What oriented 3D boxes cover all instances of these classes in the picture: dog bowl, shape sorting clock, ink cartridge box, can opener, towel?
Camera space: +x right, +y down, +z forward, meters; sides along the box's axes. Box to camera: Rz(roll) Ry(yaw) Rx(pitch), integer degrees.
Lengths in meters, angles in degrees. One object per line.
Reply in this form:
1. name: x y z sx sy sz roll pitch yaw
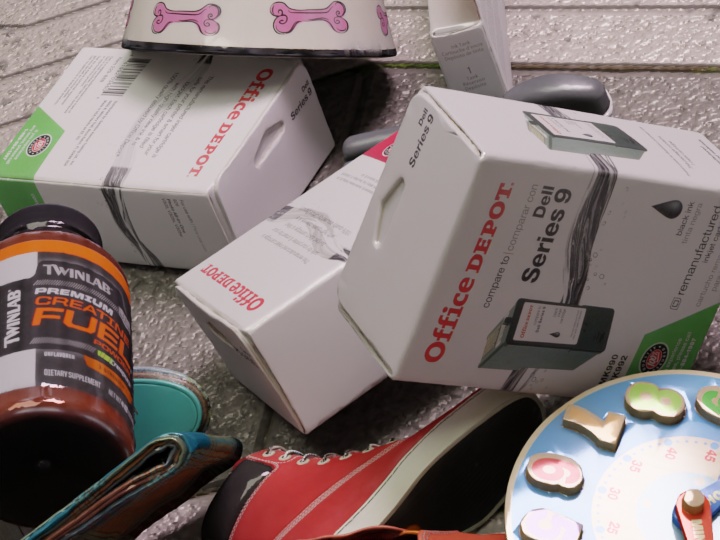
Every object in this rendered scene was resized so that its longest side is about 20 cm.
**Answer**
1. dog bowl: -0.072 -0.192 1.632 0.198 0.075 0.200 1 7 0
2. shape sorting clock: 0.176 0.132 1.223 0.198 0.039 0.201 1 50 -2
3. ink cartridge box: 0.064 -0.225 1.605 0.043 0.174 0.201 -14 40 12
4. can opener: 0.077 -0.096 1.547 0.198 0.067 0.053 -14 41 20
5. ink cartridge box: 0.106 -0.010 1.286 0.199 0.147 0.084 6 28 -30
6. ink cartridge box: 0.000 0.000 1.432 0.199 0.084 0.145 -35 22 -11
7. ink cartridge box: -0.140 -0.080 1.617 0.199 0.084 0.146 6 47 32
8. towel: -0.138 0.141 1.298 0.146 0.200 0.022 -37 81 2

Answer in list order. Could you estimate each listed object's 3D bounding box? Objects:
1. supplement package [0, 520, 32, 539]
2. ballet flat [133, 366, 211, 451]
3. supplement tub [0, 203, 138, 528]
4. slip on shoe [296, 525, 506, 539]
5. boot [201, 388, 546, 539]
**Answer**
1. supplement package: -0.276 0.210 1.340 0.109 0.114 0.201 -8 41 16
2. ballet flat: -0.187 0.108 1.452 0.198 0.075 0.075 -17 39 6
3. supplement tub: -0.190 0.050 1.371 0.106 0.107 0.201 -18 42 8
4. slip on shoe: 0.041 0.171 1.228 0.198 0.061 0.075 0 59 -7
5. boot: 0.002 0.114 1.343 0.200 0.073 0.144 -40 40 -13
